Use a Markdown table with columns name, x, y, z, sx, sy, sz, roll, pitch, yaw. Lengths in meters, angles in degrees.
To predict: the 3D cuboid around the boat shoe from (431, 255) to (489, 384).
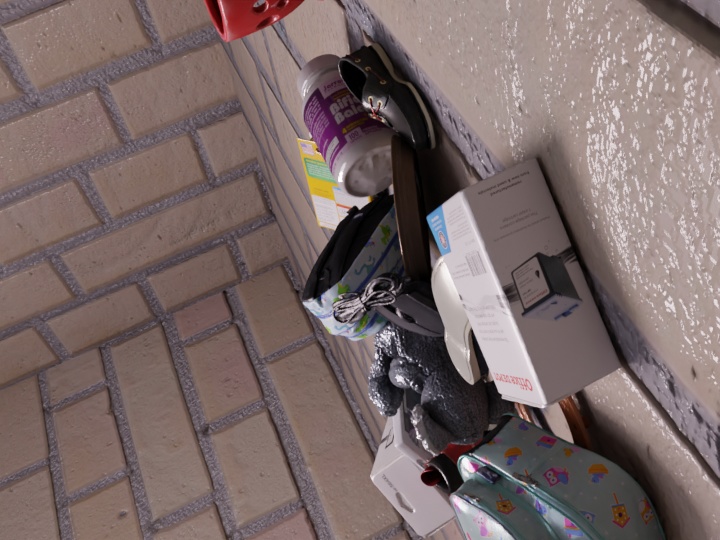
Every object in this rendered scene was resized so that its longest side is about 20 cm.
| name | x | y | z | sx | sy | sz | roll | pitch | yaw |
| --- | --- | --- | --- | --- | --- | --- | --- | --- | --- |
| boat shoe | 0.132 | 0.050 | 0.881 | 0.075 | 0.061 | 0.203 | 41 | 155 | 48 |

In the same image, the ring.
| name | x | y | z | sx | sy | sz | roll | pitch | yaw |
| --- | --- | --- | --- | --- | --- | --- | --- | --- | --- |
| ring | 0.219 | 0.163 | 0.881 | 0.200 | 0.019 | 0.204 | 156 | 91 | -82 |

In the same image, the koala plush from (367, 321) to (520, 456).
| name | x | y | z | sx | sy | sz | roll | pitch | yaw |
| --- | --- | --- | --- | --- | --- | --- | --- | --- | --- |
| koala plush | 0.113 | 0.156 | 1.041 | 0.202 | 0.173 | 0.187 | -118 | 19 | -48 |

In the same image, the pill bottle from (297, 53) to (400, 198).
| name | x | y | z | sx | sy | sz | roll | pitch | yaw |
| --- | --- | --- | --- | --- | --- | --- | --- | --- | --- |
| pill bottle | -0.019 | -0.214 | 1.091 | 0.113 | 0.110 | 0.202 | 82 | 162 | -59 |

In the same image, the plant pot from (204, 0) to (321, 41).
| name | x | y | z | sx | sy | sz | roll | pitch | yaw |
| --- | --- | --- | --- | --- | --- | --- | --- | --- | --- |
| plant pot | -0.138 | -0.439 | 1.026 | 0.200 | 0.179 | 0.205 | 156 | 90 | -82 |

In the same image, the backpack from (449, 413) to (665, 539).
| name | x | y | z | sx | sy | sz | roll | pitch | yaw |
| --- | --- | --- | --- | --- | --- | --- | --- | --- | --- |
| backpack | 0.198 | 0.262 | 0.770 | 0.197 | 0.152 | 0.179 | 7 | 126 | 48 |

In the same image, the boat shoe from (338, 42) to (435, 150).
| name | x | y | z | sx | sy | sz | roll | pitch | yaw |
| --- | --- | --- | --- | --- | --- | --- | --- | --- | --- |
| boat shoe | 0.032 | -0.212 | 0.956 | 0.075 | 0.062 | 0.203 | 81 | 163 | -50 |

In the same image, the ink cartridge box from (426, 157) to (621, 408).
| name | x | y | z | sx | sy | sz | roll | pitch | yaw |
| --- | --- | --- | --- | --- | --- | --- | --- | --- | --- |
| ink cartridge box | 0.149 | 0.015 | 0.730 | 0.146 | 0.084 | 0.204 | 147 | 100 | -81 |

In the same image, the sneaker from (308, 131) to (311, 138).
| name | x | y | z | sx | sy | sz | roll | pitch | yaw |
| --- | --- | --- | --- | --- | --- | --- | --- | --- | --- |
| sneaker | -0.034 | -0.205 | 1.337 | 0.089 | 0.080 | 0.201 | 59 | 175 | 18 |

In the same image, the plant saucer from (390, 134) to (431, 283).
| name | x | y | z | sx | sy | sz | roll | pitch | yaw |
| --- | --- | --- | --- | --- | --- | --- | --- | --- | --- |
| plant saucer | 0.067 | -0.074 | 0.978 | 0.200 | 0.029 | 0.206 | -8 | -90 | -81 |

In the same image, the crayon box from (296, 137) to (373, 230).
| name | x | y | z | sx | sy | sz | roll | pitch | yaw |
| --- | --- | --- | --- | --- | --- | --- | --- | --- | --- |
| crayon box | -0.026 | -0.148 | 1.276 | 0.123 | 0.052 | 0.202 | 17 | 144 | 23 |

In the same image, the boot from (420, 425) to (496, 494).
| name | x | y | z | sx | sy | sz | roll | pitch | yaw |
| --- | --- | --- | --- | --- | --- | --- | --- | --- | --- |
| boot | 0.144 | 0.274 | 1.198 | 0.200 | 0.142 | 0.074 | -141 | 28 | -72 |

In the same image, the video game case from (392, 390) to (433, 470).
| name | x | y | z | sx | sy | sz | roll | pitch | yaw |
| --- | --- | --- | --- | --- | --- | --- | --- | --- | --- |
| video game case | 0.118 | 0.267 | 1.286 | 0.181 | 0.023 | 0.202 | 43 | -157 | -25 |

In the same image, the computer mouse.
| name | x | y | z | sx | sy | sz | roll | pitch | yaw |
| --- | --- | --- | --- | --- | --- | --- | --- | --- | --- |
| computer mouse | 0.073 | 0.053 | 0.947 | 0.138 | 0.196 | 0.054 | -32 | 59 | 52 |

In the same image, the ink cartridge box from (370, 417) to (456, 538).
| name | x | y | z | sx | sy | sz | roll | pitch | yaw |
| --- | --- | --- | --- | --- | --- | --- | --- | --- | --- |
| ink cartridge box | 0.106 | 0.331 | 1.312 | 0.146 | 0.084 | 0.201 | 48 | -158 | -9 |

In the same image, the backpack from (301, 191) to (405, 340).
| name | x | y | z | sx | sy | sz | roll | pitch | yaw |
| --- | --- | --- | --- | --- | --- | --- | --- | --- | --- |
| backpack | 0.000 | 0.000 | 1.092 | 0.161 | 0.200 | 0.156 | -22 | 104 | 40 |
